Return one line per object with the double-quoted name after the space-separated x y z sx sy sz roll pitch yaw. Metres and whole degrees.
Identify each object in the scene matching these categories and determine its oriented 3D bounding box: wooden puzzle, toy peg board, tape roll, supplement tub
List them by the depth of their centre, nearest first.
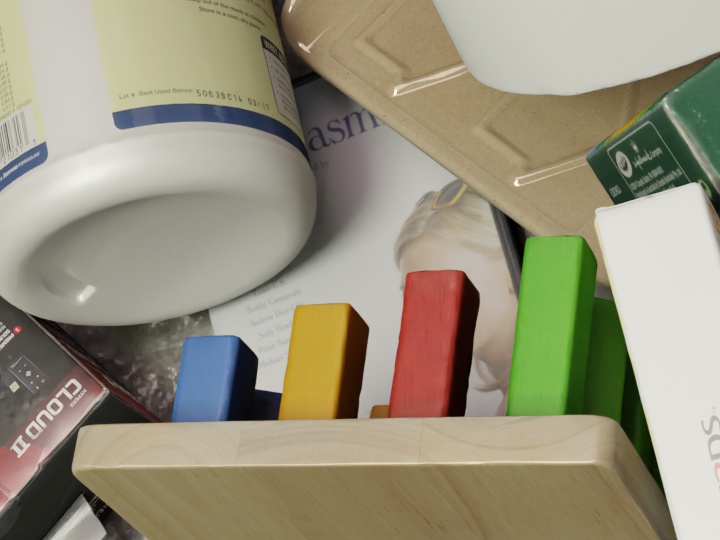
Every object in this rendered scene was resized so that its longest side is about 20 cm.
0.028 0.068 0.916 0.199 0.200 0.098 -2 62 21 "toy peg board"
0.115 -0.151 0.919 0.202 0.071 0.203 -24 25 12 "tape roll"
0.096 -0.107 1.029 0.200 0.046 0.185 39 79 24 "wooden puzzle"
-0.106 -0.093 1.033 0.145 0.145 0.200 -20 64 14 "supplement tub"

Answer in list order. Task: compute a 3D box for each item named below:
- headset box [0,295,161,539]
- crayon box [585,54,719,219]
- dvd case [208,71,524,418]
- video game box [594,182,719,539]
-0.192 0.072 1.066 0.200 0.077 0.149 39 88 28 "headset box"
0.190 -0.087 0.918 0.200 0.126 0.052 -33 88 -10 "crayon box"
0.000 0.000 1.049 0.142 0.018 0.200 -22 63 13 "dvd case"
0.145 0.092 0.865 0.047 0.182 0.200 -19 65 14 "video game box"
